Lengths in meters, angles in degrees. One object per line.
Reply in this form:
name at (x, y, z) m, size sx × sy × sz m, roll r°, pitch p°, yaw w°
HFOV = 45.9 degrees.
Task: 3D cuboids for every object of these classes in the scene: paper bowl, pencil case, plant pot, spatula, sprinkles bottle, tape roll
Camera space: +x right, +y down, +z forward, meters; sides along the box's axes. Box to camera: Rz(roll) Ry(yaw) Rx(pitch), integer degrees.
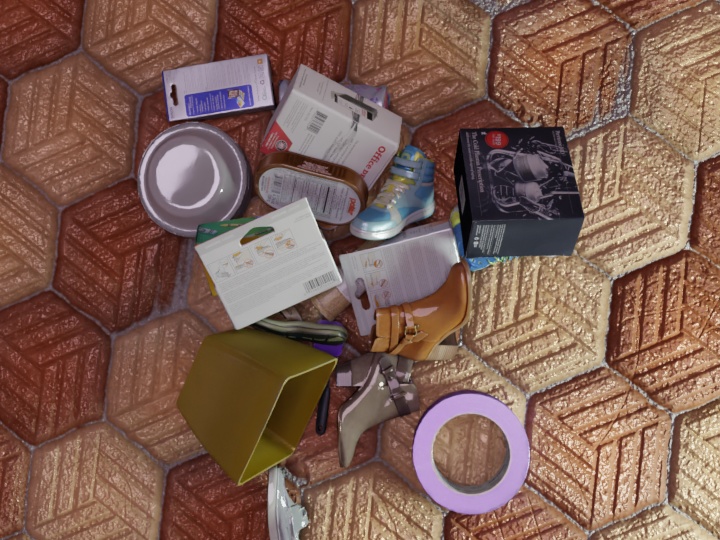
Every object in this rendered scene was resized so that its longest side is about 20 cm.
paper bowl at (-0.295, -0.159, 1.499) m, size 0.197 × 0.104 × 0.204 m, roll 0°, pitch 88°, yaw 3°
pencil case at (-0.048, -0.290, 1.498) m, size 0.197 × 0.091 × 0.084 m, roll 5°, pitch 120°, yaw 5°
plant pot at (-0.185, 0.202, 1.424) m, size 0.175 × 0.200 × 0.202 m, roll 31°, pitch 104°, yaw 19°
spatula at (-0.061, 0.190, 1.506) m, size 0.056 × 0.021 × 0.203 m, roll 4°, pitch 90°, yaw 17°
sprinkles bottle at (0.000, 0.000, 1.488) m, size 0.200 × 0.068 × 0.068 m, roll -43°, pitch 85°, yaw 1°
tape roll at (0.188, 0.310, 1.462) m, size 0.197 × 0.066 × 0.203 m, roll 0°, pitch 87°, yaw 4°

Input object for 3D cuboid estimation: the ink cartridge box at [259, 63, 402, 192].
ink cartridge box at (-0.049, -0.229, 1.434) m, size 0.198 × 0.084 × 0.147 m, roll 25°, pitch 134°, yaw -14°

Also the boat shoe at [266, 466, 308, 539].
boat shoe at (-0.125, 0.440, 1.482) m, size 0.070 × 0.070 × 0.204 m, roll -6°, pitch 91°, yaw -7°

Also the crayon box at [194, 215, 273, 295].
crayon box at (-0.175, -0.030, 1.474) m, size 0.197 × 0.059 × 0.120 m, roll -7°, pitch 129°, yaw 3°

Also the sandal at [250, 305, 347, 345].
sandal at (-0.118, 0.088, 1.491) m, size 0.198 × 0.080 × 0.058 m, roll 8°, pitch 73°, yaw 5°

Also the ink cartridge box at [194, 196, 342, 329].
ink cartridge box at (-0.151, -0.017, 1.399) m, size 0.198 × 0.045 × 0.178 m, roll -24°, pitch 121°, yaw -2°

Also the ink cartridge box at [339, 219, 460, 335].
ink cartridge box at (0.077, 0.015, 1.465) m, size 0.197 × 0.050 × 0.164 m, roll -12°, pitch 113°, yaw 7°

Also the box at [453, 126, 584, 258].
box at (0.256, -0.131, 1.408) m, size 0.179 × 0.105 × 0.202 m, roll -1°, pitch 56°, yaw -3°

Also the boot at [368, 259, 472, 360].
boot at (0.099, 0.068, 1.418) m, size 0.152 × 0.074 × 0.202 m, roll 6°, pitch 118°, yaw -10°

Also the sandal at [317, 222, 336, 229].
sandal at (-0.097, -0.168, 1.506) m, size 0.079 × 0.059 × 0.208 m, roll -36°, pitch 85°, yaw 1°

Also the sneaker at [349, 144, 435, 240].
sneaker at (0.054, -0.136, 1.421) m, size 0.079 × 0.199 × 0.132 m, roll 22°, pitch 125°, yaw 32°

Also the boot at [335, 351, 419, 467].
boot at (0.030, 0.239, 1.477) m, size 0.144 × 0.070 × 0.203 m, roll -2°, pitch 92°, yaw -2°

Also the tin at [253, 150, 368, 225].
tin at (-0.085, -0.137, 1.449) m, size 0.197 × 0.113 × 0.042 m, roll 14°, pitch 50°, yaw -2°

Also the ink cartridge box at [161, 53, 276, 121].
ink cartridge box at (-0.255, -0.327, 1.538) m, size 0.197 × 0.037 × 0.096 m, roll -8°, pitch 88°, yaw 1°

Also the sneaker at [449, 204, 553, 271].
sneaker at (0.241, -0.039, 1.478) m, size 0.198 × 0.076 × 0.106 m, roll 21°, pitch 101°, yaw 12°
